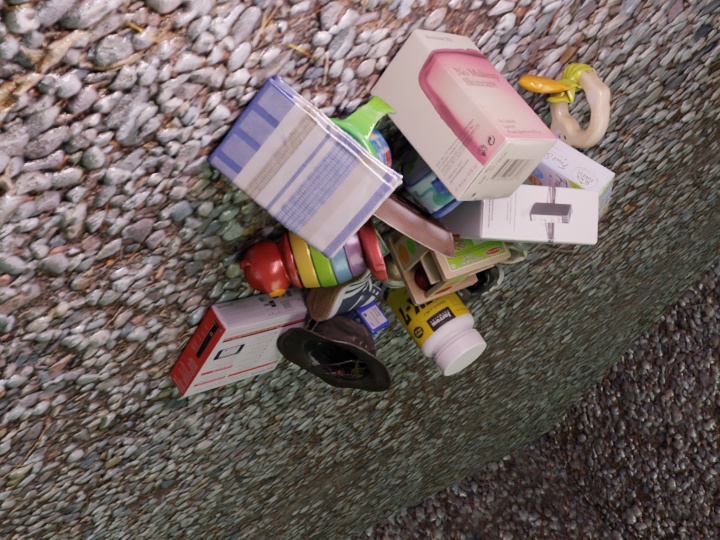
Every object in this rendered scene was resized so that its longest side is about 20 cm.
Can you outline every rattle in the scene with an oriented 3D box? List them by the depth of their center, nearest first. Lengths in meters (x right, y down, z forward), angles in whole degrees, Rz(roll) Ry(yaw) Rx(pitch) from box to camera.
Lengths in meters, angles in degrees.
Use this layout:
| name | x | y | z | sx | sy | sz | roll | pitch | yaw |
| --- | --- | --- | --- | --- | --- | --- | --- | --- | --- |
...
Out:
| name | x | y | z | sx | sy | sz | roll | pitch | yaw |
| --- | --- | --- | --- | --- | --- | --- | --- | --- | --- |
| rattle | 0.303 | -0.215 | 1.668 | 0.142 | 0.130 | 0.201 | -31 | 151 | -36 |

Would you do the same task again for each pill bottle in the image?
| name | x | y | z | sx | sy | sz | roll | pitch | yaw |
| --- | --- | --- | --- | --- | --- | --- | --- | --- | --- |
| pill bottle | 0.134 | 0.083 | 1.942 | 0.114 | 0.201 | 0.115 | -31 | 158 | -14 |

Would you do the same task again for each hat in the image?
| name | x | y | z | sx | sy | sz | roll | pitch | yaw |
| --- | --- | --- | --- | --- | --- | --- | --- | --- | --- |
| hat | -0.031 | 0.122 | 1.754 | 0.201 | 0.199 | 0.081 | 95 | 15 | -63 |

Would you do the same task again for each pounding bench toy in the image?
| name | x | y | z | sx | sy | sz | roll | pitch | yaw |
| --- | --- | --- | --- | --- | --- | --- | --- | --- | --- |
| pounding bench toy | 0.167 | -0.046 | 1.741 | 0.199 | 0.125 | 0.156 | -19 | 168 | -24 |

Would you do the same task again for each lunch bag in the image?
| name | x | y | z | sx | sy | sz | roll | pitch | yaw |
| --- | --- | --- | --- | --- | --- | --- | --- | --- | --- |
| lunch bag | 0.149 | -0.169 | 1.515 | 0.200 | 0.082 | 0.161 | -41 | -163 | 11 |

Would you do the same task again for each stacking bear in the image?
| name | x | y | z | sx | sy | sz | roll | pitch | yaw |
| --- | --- | --- | --- | --- | --- | --- | --- | --- | --- |
| stacking bear | -0.071 | -0.020 | 1.525 | 0.198 | 0.115 | 0.121 | -16 | 171 | 1 |

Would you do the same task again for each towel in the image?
| name | x | y | z | sx | sy | sz | roll | pitch | yaw |
| --- | --- | --- | --- | --- | --- | --- | --- | --- | --- |
| towel | -0.067 | -0.120 | 1.270 | 0.147 | 0.199 | 0.024 | -48 | -170 | 25 |

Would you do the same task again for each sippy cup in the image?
| name | x | y | z | sx | sy | sz | roll | pitch | yaw |
| --- | --- | --- | --- | --- | --- | --- | --- | --- | --- |
| sippy cup | -0.023 | -0.133 | 1.359 | 0.176 | 0.141 | 0.130 | -16 | -172 | 22 |

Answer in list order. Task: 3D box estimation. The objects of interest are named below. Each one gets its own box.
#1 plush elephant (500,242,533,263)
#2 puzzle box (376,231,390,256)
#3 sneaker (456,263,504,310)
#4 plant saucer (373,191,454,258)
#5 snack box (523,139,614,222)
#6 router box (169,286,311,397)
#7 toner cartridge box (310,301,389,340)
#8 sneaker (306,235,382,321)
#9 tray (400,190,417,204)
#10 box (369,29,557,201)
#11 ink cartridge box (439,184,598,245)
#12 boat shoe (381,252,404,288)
| name | x | y | z | sx | sy | sz | roll | pitch | yaw |
| --- | --- | --- | --- | --- | --- | --- | --- | --- | --- |
| plush elephant | 0.277 | -0.100 | 1.885 | 0.199 | 0.166 | 0.154 | 33 | 154 | -34 |
| puzzle box | -0.030 | -0.029 | 1.703 | 0.133 | 0.025 | 0.200 | -37 | 159 | 0 |
| sneaker | 0.202 | 0.052 | 2.173 | 0.200 | 0.067 | 0.090 | -44 | 155 | 10 |
| plant saucer | 0.054 | -0.084 | 1.501 | 0.032 | 0.200 | 0.200 | -57 | 155 | 8 |
| snack box | 0.302 | -0.157 | 1.698 | 0.053 | 0.199 | 0.142 | -52 | 162 | -11 |
| router box | -0.187 | 0.112 | 1.723 | 0.199 | 0.049 | 0.180 | -13 | 149 | -46 |
| toner cartridge box | -0.027 | 0.107 | 1.859 | 0.043 | 0.095 | 0.200 | -26 | 163 | -34 |
| sneaker | 0.000 | 0.000 | 1.679 | 0.108 | 0.070 | 0.200 | -14 | 152 | -43 |
| tray | 0.142 | -0.136 | 1.716 | 0.199 | 0.022 | 0.108 | -26 | 157 | -2 |
| box | 0.131 | -0.197 | 1.361 | 0.127 | 0.201 | 0.109 | -8 | 145 | -50 |
| ink cartridge box | 0.236 | -0.084 | 1.601 | 0.198 | 0.085 | 0.144 | 3 | -179 | -22 |
| boat shoe | 0.115 | -0.023 | 1.872 | 0.199 | 0.076 | 0.072 | -19 | 151 | -41 |
